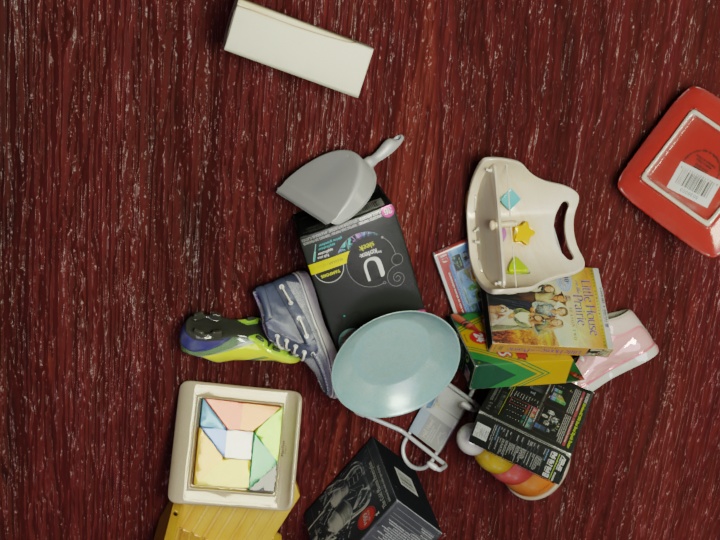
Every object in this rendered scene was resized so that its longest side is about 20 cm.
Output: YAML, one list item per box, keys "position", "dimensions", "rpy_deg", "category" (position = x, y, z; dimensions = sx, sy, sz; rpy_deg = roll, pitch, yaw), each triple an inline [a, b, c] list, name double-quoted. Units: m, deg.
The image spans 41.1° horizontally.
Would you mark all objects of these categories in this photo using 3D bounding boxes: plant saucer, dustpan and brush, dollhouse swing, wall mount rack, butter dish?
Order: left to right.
- position: [-0.206, 0.420, 1.528]
  dimensions: [0.198, 0.183, 0.177]
  rpy_deg: [29, 121, -16]
  category: "dollhouse swing"
- position: [-0.011, -0.146, 1.415]
  dimensions: [0.200, 0.139, 0.057]
  rpy_deg: [-47, 138, -12]
  category: "dustpan and brush"
- position: [0.049, 0.130, 1.417]
  dimensions: [0.197, 0.039, 0.204]
  rpy_deg: [-8, 126, -12]
  category: "plant saucer"
- position: [0.095, 0.224, 1.564]
  dimensions: [0.172, 0.074, 0.202]
  rpy_deg: [33, 101, 21]
  category: "wall mount rack"
- position: [0.534, -0.142, 1.488]
  dimensions: [0.200, 0.147, 0.201]
  rpy_deg: [41, 100, 24]
  category: "butter dish"

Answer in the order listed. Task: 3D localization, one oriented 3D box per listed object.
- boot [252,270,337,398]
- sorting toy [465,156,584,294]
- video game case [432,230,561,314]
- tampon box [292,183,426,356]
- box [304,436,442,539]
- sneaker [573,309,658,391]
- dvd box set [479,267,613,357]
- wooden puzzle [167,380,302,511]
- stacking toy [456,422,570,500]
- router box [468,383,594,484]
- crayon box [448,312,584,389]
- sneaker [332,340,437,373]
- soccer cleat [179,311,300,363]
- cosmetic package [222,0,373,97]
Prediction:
- position: [-0.096, 0.108, 1.463]
  dimensions: [0.089, 0.073, 0.204]
  rpy_deg: [-18, 83, -20]
  category: "boot"
- position: [0.259, -0.060, 1.468]
  dimensions: [0.176, 0.107, 0.205]
  rpy_deg: [-1, 81, -15]
  category: "sorting toy"
- position: [0.228, -0.002, 1.540]
  dimensions: [0.197, 0.017, 0.145]
  rpy_deg: [-23, 110, -2]
  category: "video game case"
- position: [0.000, 0.000, 1.444]
  dimensions: [0.147, 0.126, 0.203]
  rpy_deg: [-20, 110, -2]
  category: "tampon box"
- position: [0.015, 0.404, 1.535]
  dimensions: [0.104, 0.200, 0.183]
  rpy_deg: [38, 98, -20]
  category: "box"
- position: [0.380, 0.135, 1.583]
  dimensions: [0.198, 0.075, 0.106]
  rpy_deg: [-30, 95, 9]
  category: "sneaker"
- position: [0.286, 0.059, 1.493]
  dimensions: [0.196, 0.149, 0.030]
  rpy_deg: [4, 149, -10]
  category: "dvd box set"
- position: [-0.195, 0.275, 1.507]
  dimensions: [0.196, 0.037, 0.189]
  rpy_deg: [6, 79, -10]
  category: "wooden puzzle"
- position: [0.228, 0.278, 1.530]
  dimensions: [0.198, 0.146, 0.148]
  rpy_deg: [22, 104, -39]
  category: "stacking toy"
- position: [0.267, 0.225, 1.484]
  dimensions: [0.148, 0.200, 0.063]
  rpy_deg: [23, 119, 14]
  category: "router box"
- position: [0.246, 0.121, 1.512]
  dimensions: [0.196, 0.128, 0.052]
  rpy_deg: [-2, 126, -16]
  category: "crayon box"
- position: [0.034, 0.131, 1.525]
  dimensions: [0.196, 0.089, 0.078]
  rpy_deg: [8, 129, 9]
  category: "sneaker"
- position: [-0.185, 0.113, 1.494]
  dimensions: [0.196, 0.066, 0.084]
  rpy_deg: [12, 139, -19]
  category: "soccer cleat"
- position: [-0.090, -0.313, 1.345]
  dimensions: [0.196, 0.104, 0.074]
  rpy_deg: [16, 104, -15]
  category: "cosmetic package"
